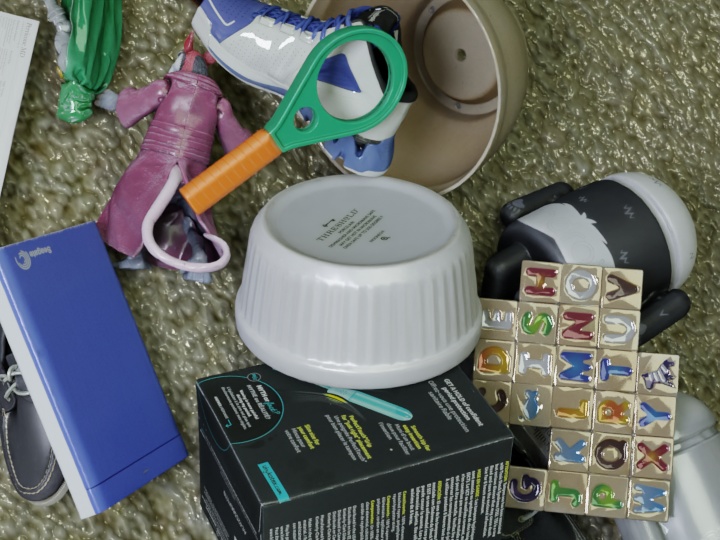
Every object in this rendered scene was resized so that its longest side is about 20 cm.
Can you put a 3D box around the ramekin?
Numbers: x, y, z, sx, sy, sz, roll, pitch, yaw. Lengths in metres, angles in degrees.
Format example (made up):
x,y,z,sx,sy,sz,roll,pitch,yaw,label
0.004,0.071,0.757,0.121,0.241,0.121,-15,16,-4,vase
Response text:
x,y,z,sx,sy,sz,roll,pitch,yaw,label
0.000,0.000,1.078,0.201,0.202,0.095,-11,123,-21,ramekin

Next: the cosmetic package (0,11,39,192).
x,y,z,sx,sy,sz,roll,pitch,yaw,label
-0.315,-0.109,1.084,0.082,0.051,0.201,13,71,-13,cosmetic package

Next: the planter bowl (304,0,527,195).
x,y,z,sx,sy,sz,roll,pitch,yaw,label
0.063,-0.174,1.174,0.135,0.200,0.201,-29,85,-51,planter bowl

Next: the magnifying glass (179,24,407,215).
x,y,z,sx,sy,sz,roll,pitch,yaw,label
-0.050,-0.111,1.034,0.200,0.022,0.080,-38,123,-7,magnifying glass

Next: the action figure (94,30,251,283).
x,y,z,sx,sy,sz,roll,pitch,yaw,label
-0.154,-0.097,1.093,0.133,0.149,0.201,11,85,-10,action figure

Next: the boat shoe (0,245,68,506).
x,y,z,sx,sy,sz,roll,pitch,yaw,label
-0.257,0.076,1.031,0.072,0.063,0.201,-14,71,22,boat shoe

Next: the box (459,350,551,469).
x,y,z,sx,sy,sz,roll,pitch,yaw,label
0.117,0.092,1.184,0.039,0.041,0.200,-38,89,-24,box

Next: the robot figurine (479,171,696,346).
x,y,z,sx,sy,sz,roll,pitch,yaw,label
0.199,-0.006,1.198,0.199,0.125,0.151,-26,94,-23,robot figurine

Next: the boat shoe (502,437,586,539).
x,y,z,sx,sy,sz,roll,pitch,yaw,label
0.128,0.191,1.147,0.072,0.068,0.200,-41,92,-25,boat shoe

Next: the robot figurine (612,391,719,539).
x,y,z,sx,sy,sz,roll,pitch,yaw,label
0.268,0.188,1.169,0.169,0.113,0.201,-12,78,-56,robot figurine

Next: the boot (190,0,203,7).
x,y,z,sx,sy,sz,roll,pitch,yaw,label
-0.135,-0.344,1.222,0.188,0.068,0.200,44,73,-11,boot

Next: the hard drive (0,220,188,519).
x,y,z,sx,sy,sz,roll,pitch,yaw,label
-0.204,0.069,1.028,0.132,0.025,0.201,-27,96,-65,hard drive

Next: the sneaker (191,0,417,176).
x,y,z,sx,sy,sz,roll,pitch,yaw,label
-0.027,-0.181,1.104,0.199,0.115,0.081,40,33,5,sneaker

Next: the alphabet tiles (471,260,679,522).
x,y,z,sx,sy,sz,roll,pitch,yaw,label
0.173,0.095,1.108,0.166,0.008,0.202,5,86,5,alphabet tiles

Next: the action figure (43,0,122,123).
x,y,z,sx,sy,sz,roll,pitch,yaw,label
-0.229,-0.218,1.128,0.054,0.118,0.201,-2,77,15,action figure

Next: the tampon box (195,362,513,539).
x,y,z,sx,sy,sz,roll,pitch,yaw,label
-0.008,0.152,1.044,0.199,0.127,0.150,-12,36,-21,tampon box
